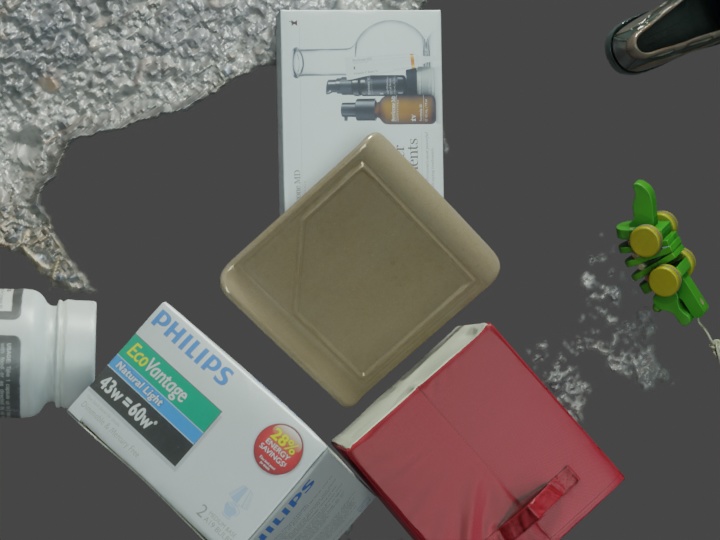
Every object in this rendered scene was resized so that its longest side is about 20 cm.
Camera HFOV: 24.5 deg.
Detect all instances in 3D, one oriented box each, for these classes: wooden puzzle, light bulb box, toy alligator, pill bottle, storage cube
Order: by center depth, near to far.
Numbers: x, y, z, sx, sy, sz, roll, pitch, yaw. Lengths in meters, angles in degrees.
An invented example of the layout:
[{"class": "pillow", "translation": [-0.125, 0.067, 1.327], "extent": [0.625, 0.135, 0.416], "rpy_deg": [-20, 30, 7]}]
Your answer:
[{"class": "light bulb box", "translation": [-0.112, 0.155, 1.407], "extent": [0.198, 0.200, 0.125], "rpy_deg": [39, 84, 21]}, {"class": "pill bottle", "translation": [-0.331, 0.072, 1.447], "extent": [0.199, 0.113, 0.114], "rpy_deg": [2, 91, -9]}, {"class": "storage cube", "translation": [0.099, 0.167, 1.478], "extent": [0.171, 0.200, 0.180], "rpy_deg": [-41, 91, -6]}, {"class": "wooden puzzle", "translation": [0.000, 0.000, 1.510], "extent": [0.200, 0.037, 0.185], "rpy_deg": [-43, 112, 5]}, {"class": "toy alligator", "translation": [0.290, 0.012, 1.579], "extent": [0.054, 0.059, 0.201], "rpy_deg": [-22, 97, 34]}]

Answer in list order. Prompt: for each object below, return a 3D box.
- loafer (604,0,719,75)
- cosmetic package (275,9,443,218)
[{"class": "loafer", "translation": [0.328, -0.244, 1.573], "extent": [0.200, 0.063, 0.072], "rpy_deg": [-30, 96, -7]}, {"class": "cosmetic package", "translation": [-0.001, -0.138, 1.529], "extent": [0.150, 0.052, 0.201], "rpy_deg": [-2, 92, -7]}]
